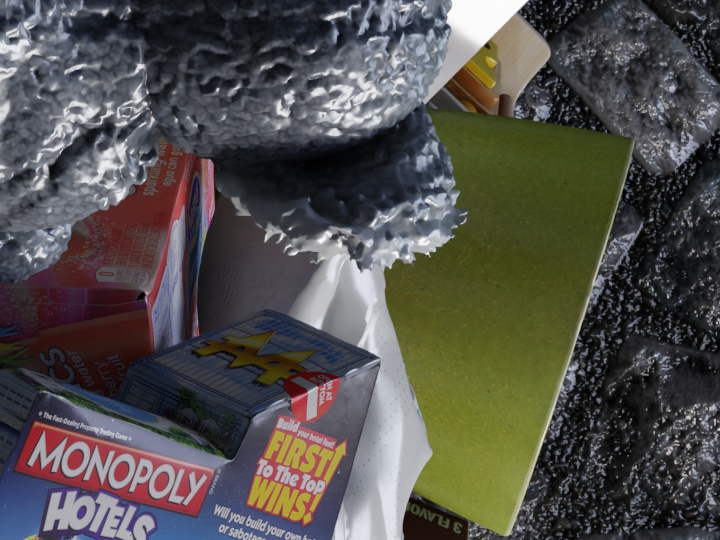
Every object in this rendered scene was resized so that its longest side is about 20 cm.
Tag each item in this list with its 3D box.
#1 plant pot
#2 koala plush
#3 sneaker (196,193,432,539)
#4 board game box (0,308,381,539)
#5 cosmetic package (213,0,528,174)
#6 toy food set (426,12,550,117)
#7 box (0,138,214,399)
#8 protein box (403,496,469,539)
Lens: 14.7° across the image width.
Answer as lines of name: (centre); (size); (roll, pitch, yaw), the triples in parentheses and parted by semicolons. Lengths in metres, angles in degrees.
plant pot: (0.000, 0.000, 1.251); (0.187, 0.200, 0.188); (18, 90, -87)
koala plush: (-0.065, -0.075, 0.838); (0.184, 0.199, 0.178); (-45, 138, -86)
sneaker: (-0.008, 0.038, 1.049); (0.075, 0.088, 0.201); (-18, -117, 45)
board game box: (-0.081, 0.098, 0.926); (0.200, 0.062, 0.200); (27, 86, -52)
cosmetic package: (0.013, -0.115, 1.137); (0.200, 0.051, 0.083); (-45, -143, 23)
toy food set: (0.042, -0.116, 1.391); (0.060, 0.143, 0.200); (-42, -164, 22)
box: (-0.110, 0.002, 1.051); (0.200, 0.094, 0.103); (-83, 175, -61)
protein box: (-0.059, 0.213, 1.205); (0.199, 0.135, 0.200); (-56, -163, 35)
